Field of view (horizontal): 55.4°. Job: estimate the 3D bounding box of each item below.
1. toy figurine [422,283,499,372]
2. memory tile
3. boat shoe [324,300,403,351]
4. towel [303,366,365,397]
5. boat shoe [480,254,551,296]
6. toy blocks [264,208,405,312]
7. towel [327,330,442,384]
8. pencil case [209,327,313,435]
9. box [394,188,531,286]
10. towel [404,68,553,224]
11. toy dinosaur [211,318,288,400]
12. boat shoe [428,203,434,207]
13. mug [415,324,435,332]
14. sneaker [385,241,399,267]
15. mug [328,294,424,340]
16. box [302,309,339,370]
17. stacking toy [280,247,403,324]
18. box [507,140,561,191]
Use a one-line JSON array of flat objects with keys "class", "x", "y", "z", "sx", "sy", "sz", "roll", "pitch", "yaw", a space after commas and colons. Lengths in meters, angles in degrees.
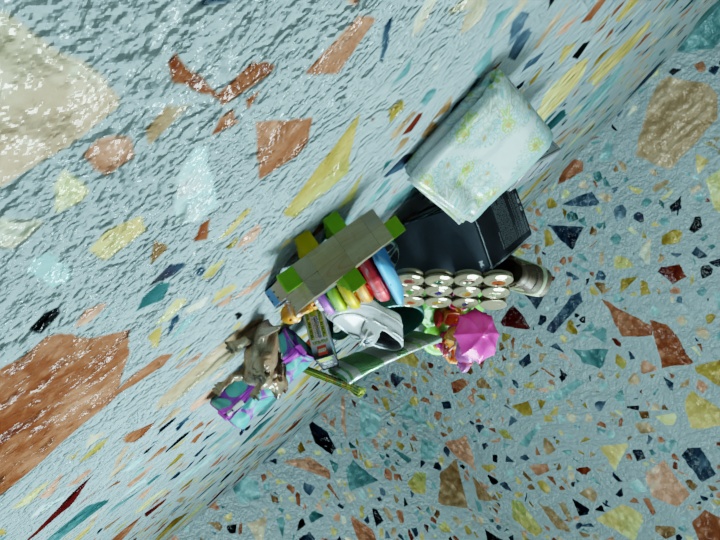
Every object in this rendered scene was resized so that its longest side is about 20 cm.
[{"class": "toy figurine", "x": 0.190, "y": 0.121, "z": 1.308, "sx": 0.185, "sy": 0.148, "sz": 0.203, "roll": -111, "pitch": -147, "yaw": -63}, {"class": "memory tile", "x": 0.158, "y": 0.034, "z": 1.179, "sx": 0.196, "sy": 0.017, "sz": 0.154, "roll": 1, "pitch": 156, "yaw": 5}, {"class": "boat shoe", "x": 0.011, "y": 0.101, "z": 1.210, "sx": 0.071, "sy": 0.069, "sz": 0.199, "roll": -27, "pitch": 149, "yaw": 22}, {"class": "towel", "x": -0.085, "y": 0.200, "z": 1.316, "sx": 0.086, "sy": 0.197, "sz": 0.018, "roll": 62, "pitch": 49, "yaw": -78}, {"class": "boat shoe", "x": 0.249, "y": 0.000, "z": 1.230, "sx": 0.201, "sy": 0.074, "sz": 0.076, "roll": 4, "pitch": -99, "yaw": 61}, {"class": "toy blocks", "x": -0.047, "y": -0.005, "z": 0.953, "sx": 0.199, "sy": 0.100, "sz": 0.137, "roll": -37, "pitch": 180, "yaw": -30}, {"class": "towel", "x": 0.042, "y": 0.164, "z": 1.324, "sx": 0.197, "sy": 0.024, "sz": 0.152, "roll": -20, "pitch": -174, "yaw": -17}, {"class": "pencil case", "x": -0.174, "y": 0.196, "z": 1.236, "sx": 0.200, "sy": 0.085, "sz": 0.092, "roll": -45, "pitch": -175, "yaw": 2}, {"class": "box", "x": 0.173, "y": -0.063, "z": 1.240, "sx": 0.198, "sy": 0.126, "sz": 0.196, "roll": -17, "pitch": -170, "yaw": 38}, {"class": "towel", "x": 0.176, "y": -0.171, "z": 1.010, "sx": 0.200, "sy": 0.048, "sz": 0.170, "roll": -47, "pitch": 138, "yaw": 14}, {"class": "toy dinosaur", "x": -0.154, "y": 0.130, "z": 1.082, "sx": 0.136, "sy": 0.085, "sz": 0.202, "roll": -47, "pitch": 160, "yaw": -51}, {"class": "boat shoe", "x": 0.183, "y": -0.108, "z": 1.390, "sx": 0.074, "sy": 0.086, "sz": 0.202, "roll": -30, "pitch": 163, "yaw": -51}, {"class": "mug", "x": 0.133, "y": 0.030, "z": 1.492, "sx": 0.199, "sy": 0.176, "sz": 0.148, "roll": -39, "pitch": 172, "yaw": -23}, {"class": "sneaker", "x": 0.000, "y": 0.000, "z": 1.211, "sx": 0.200, "sy": 0.077, "sz": 0.080, "roll": -43, "pitch": -173, "yaw": 41}, {"class": "mug", "x": 0.024, "y": 0.057, "z": 1.331, "sx": 0.182, "sy": 0.116, "sz": 0.153, "roll": -5, "pitch": 149, "yaw": -15}, {"class": "box", "x": -0.071, "y": 0.112, "z": 1.220, "sx": 0.034, "sy": 0.112, "sz": 0.200, "roll": -15, "pitch": 168, "yaw": -2}, {"class": "stacking toy", "x": -0.039, "y": 0.030, "z": 1.087, "sx": 0.198, "sy": 0.110, "sz": 0.117, "roll": -29, "pitch": 128, "yaw": 4}, {"class": "box", "x": 0.276, "y": -0.219, "z": 1.225, "sx": 0.060, "sy": 0.117, "sz": 0.199, "roll": -49, "pitch": 168, "yaw": 34}]
